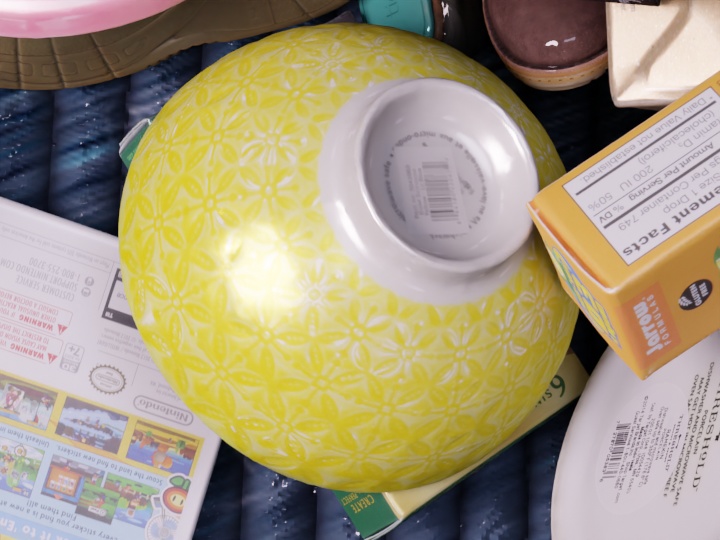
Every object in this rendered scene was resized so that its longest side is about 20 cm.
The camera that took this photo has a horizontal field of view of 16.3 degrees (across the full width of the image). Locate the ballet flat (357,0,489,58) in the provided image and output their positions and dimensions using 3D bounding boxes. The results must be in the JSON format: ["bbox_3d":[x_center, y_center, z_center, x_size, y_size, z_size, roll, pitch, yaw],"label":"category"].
[{"bbox_3d":[0.017,-0.184,1.122,0.068,0.068,0.202,-10,91,-49],"label":"ballet flat"}]

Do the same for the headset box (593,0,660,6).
[{"bbox_3d":[0.025,-0.186,0.973,0.198,0.075,0.150,7,94,8],"label":"headset box"}]

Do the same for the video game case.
[{"bbox_3d":[-0.159,0.062,1.053,0.199,0.023,0.183,19,75,-8],"label":"video game case"}]

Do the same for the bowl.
[{"bbox_3d":[0.013,-0.020,1.002,0.199,0.108,0.202,8,69,-21],"label":"bowl"}]

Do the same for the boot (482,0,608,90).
[{"bbox_3d":[0.075,-0.195,1.061,0.072,0.167,0.201,-4,48,14],"label":"boot"}]

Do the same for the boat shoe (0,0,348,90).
[{"bbox_3d":[-0.097,-0.132,1.088,0.199,0.072,0.066,-12,49,-1],"label":"boat shoe"}]

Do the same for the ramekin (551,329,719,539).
[{"bbox_3d":[0.165,0.084,1.014,0.105,0.200,0.201,26,73,-23],"label":"ramekin"}]

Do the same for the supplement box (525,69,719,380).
[{"bbox_3d":[0.166,-0.046,0.961,0.199,0.067,0.069,-33,49,-2],"label":"supplement box"}]

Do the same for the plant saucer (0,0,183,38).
[{"bbox_3d":[-0.129,-0.188,1.055,0.199,0.051,0.202,-1,54,1],"label":"plant saucer"}]

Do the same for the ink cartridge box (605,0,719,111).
[{"bbox_3d":[0.157,-0.168,1.071,0.075,0.165,0.202,-3,91,23],"label":"ink cartridge box"}]

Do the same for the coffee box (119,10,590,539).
[{"bbox_3d":[0.000,0.000,1.076,0.123,0.044,0.201,-30,86,-30],"label":"coffee box"}]
